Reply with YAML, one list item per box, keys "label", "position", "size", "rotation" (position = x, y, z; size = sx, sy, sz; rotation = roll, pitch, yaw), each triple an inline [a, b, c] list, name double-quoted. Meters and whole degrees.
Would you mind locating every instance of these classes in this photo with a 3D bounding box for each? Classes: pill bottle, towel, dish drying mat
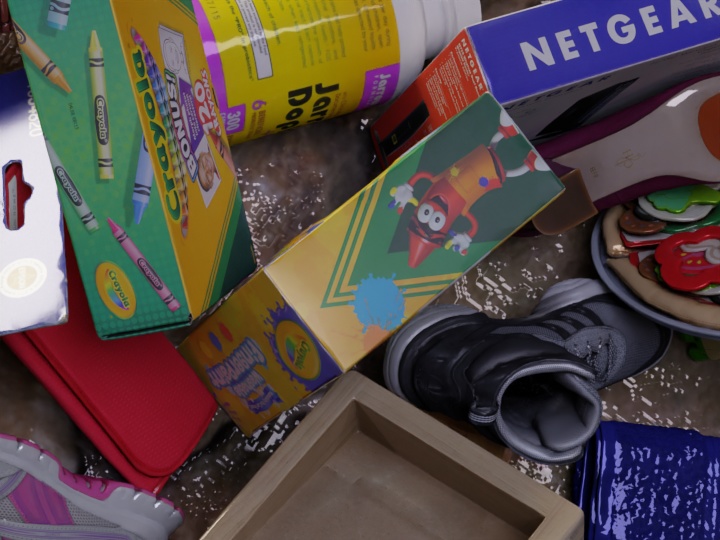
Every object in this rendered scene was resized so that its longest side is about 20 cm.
- label: "pill bottle"
  position: [-0.032, -0.139, 1.383]
  size: [0.198, 0.104, 0.105]
  rotation: [-17, 82, -20]
- label: "towel"
  position: [0.220, 0.173, 1.419]
  size: [0.198, 0.050, 0.149]
  rotation: [7, 81, -16]
- label: "dish drying mat"
  position: [-0.152, 0.034, 1.297]
  size: [0.200, 0.018, 0.077]
  rotation: [53, 55, -28]

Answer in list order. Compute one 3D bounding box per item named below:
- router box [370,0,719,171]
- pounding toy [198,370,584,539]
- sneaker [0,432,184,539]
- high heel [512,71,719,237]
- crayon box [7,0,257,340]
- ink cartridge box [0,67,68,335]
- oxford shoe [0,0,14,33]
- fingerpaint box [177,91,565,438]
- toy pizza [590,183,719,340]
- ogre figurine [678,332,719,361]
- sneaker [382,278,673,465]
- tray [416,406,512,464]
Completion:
- label: "router box"
  position: [0.124, -0.115, 1.387]
  size: [0.198, 0.179, 0.049]
  rotation: [-18, 82, -20]
- label: "pounding toy"
  position: [-0.011, 0.189, 1.258]
  size: [0.183, 0.143, 0.200]
  rotation: [30, 62, 23]
- label: "sneaker"
  position: [-0.188, 0.138, 1.256]
  size: [0.199, 0.081, 0.089]
  rotation: [26, 76, -32]
- label: "high heel"
  position: [0.165, -0.077, 1.423]
  size: [0.199, 0.096, 0.068]
  rotation: [-20, 104, -16]
- label: "crayon box"
  position: [-0.120, -0.077, 1.255]
  size: [0.058, 0.119, 0.202]
  rotation: [-10, 101, 17]
- label: "ink cartridge box"
  position: [-0.255, -0.031, 1.230]
  size: [0.198, 0.041, 0.201]
  rotation: [-15, 47, 5]
- label: "oxford shoe"
  position: [-0.255, -0.159, 1.307]
  size: [0.198, 0.075, 0.071]
  rotation: [0, 88, 3]
- label: "fingerpaint box"
  position: [0.000, 0.000, 1.307]
  size: [0.167, 0.200, 0.074]
  rotation: [-39, 90, -21]
- label: "toy pizza"
  position: [0.237, -0.025, 1.409]
  size: [0.199, 0.200, 0.032]
  rotation: [-22, 126, -21]
- label: "ogre figurine"
  position: [0.281, 0.030, 1.440]
  size: [0.119, 0.099, 0.199]
  rotation: [-33, 44, -27]
- label: "sneaker"
  position: [0.120, 0.062, 1.359]
  size: [0.199, 0.114, 0.076]
  rotation: [-6, 114, -31]
- label: "tray"
  position: [0.023, 0.179, 1.358]
  size: [0.098, 0.037, 0.202]
  rotation: [16, 73, -13]
